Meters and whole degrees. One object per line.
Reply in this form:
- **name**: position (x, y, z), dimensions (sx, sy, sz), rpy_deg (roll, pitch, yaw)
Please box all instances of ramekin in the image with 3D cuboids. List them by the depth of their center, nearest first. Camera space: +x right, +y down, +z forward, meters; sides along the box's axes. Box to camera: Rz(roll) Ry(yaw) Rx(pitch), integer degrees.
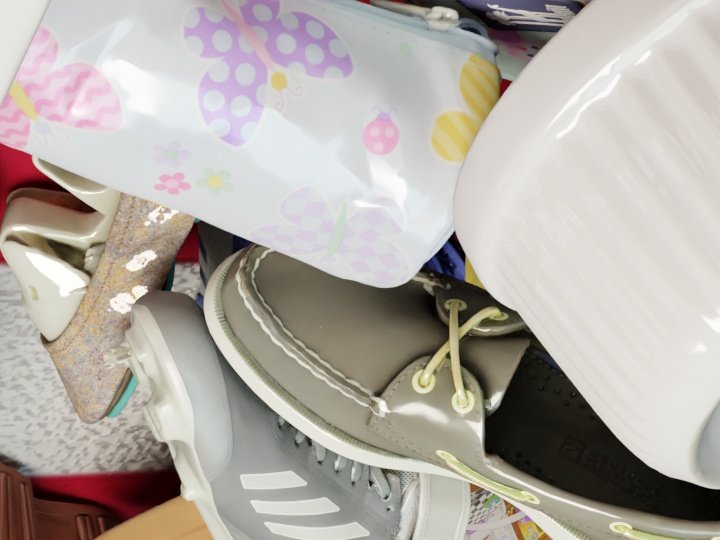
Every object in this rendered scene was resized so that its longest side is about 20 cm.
- **ramekin**: position (0.137, -0.022, 0.833), dimensions (0.199, 0.105, 0.200), rpy_deg (-25, 155, -13)

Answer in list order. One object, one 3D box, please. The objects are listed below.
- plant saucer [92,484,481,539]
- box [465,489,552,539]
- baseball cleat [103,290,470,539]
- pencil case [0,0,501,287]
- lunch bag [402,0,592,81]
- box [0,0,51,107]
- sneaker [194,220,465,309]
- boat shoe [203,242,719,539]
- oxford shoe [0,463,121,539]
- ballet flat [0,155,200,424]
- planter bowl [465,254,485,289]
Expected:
- **plant saucer**: position (-0.016, 0.095, 1.139), dimensions (0.199, 0.038, 0.200), rpy_deg (-20, 172, -3)
- **box**: position (0.062, 0.136, 1.227), dimensions (0.200, 0.137, 0.039), rpy_deg (-34, 147, 18)
- **baseball cleat**: position (-0.020, 0.064, 0.995), dimensions (0.106, 0.070, 0.200), rpy_deg (-25, 139, -6)
- **pencil case**: position (-0.055, -0.064, 0.846), dimensions (0.199, 0.083, 0.091), rpy_deg (20, 126, -21)
- **lunch bag**: position (0.091, -0.133, 0.856), dimensions (0.199, 0.122, 0.170), rpy_deg (-29, 154, 17)
- **box**: position (-0.205, -0.084, 0.689), dimensions (0.199, 0.172, 0.199), rpy_deg (-1, 142, -32)
- **sneaker**: position (0.000, 0.000, 1.050), dimensions (0.115, 0.081, 0.200), rpy_deg (-16, 155, -18)
- **boat shoe**: position (0.045, 0.040, 0.907), dimensions (0.201, 0.072, 0.060), rpy_deg (28, 152, -3)
- **oxford shoe**: position (-0.142, 0.138, 1.174), dimensions (0.074, 0.071, 0.200), rpy_deg (-25, 141, 19)
- **ballet flat**: position (-0.088, -0.024, 0.972), dimensions (0.067, 0.068, 0.200), rpy_deg (14, 131, -18)
- **planter bowl**: position (0.092, -0.005, 1.040), dimensions (0.083, 0.201, 0.200), rpy_deg (4, 157, 23)
